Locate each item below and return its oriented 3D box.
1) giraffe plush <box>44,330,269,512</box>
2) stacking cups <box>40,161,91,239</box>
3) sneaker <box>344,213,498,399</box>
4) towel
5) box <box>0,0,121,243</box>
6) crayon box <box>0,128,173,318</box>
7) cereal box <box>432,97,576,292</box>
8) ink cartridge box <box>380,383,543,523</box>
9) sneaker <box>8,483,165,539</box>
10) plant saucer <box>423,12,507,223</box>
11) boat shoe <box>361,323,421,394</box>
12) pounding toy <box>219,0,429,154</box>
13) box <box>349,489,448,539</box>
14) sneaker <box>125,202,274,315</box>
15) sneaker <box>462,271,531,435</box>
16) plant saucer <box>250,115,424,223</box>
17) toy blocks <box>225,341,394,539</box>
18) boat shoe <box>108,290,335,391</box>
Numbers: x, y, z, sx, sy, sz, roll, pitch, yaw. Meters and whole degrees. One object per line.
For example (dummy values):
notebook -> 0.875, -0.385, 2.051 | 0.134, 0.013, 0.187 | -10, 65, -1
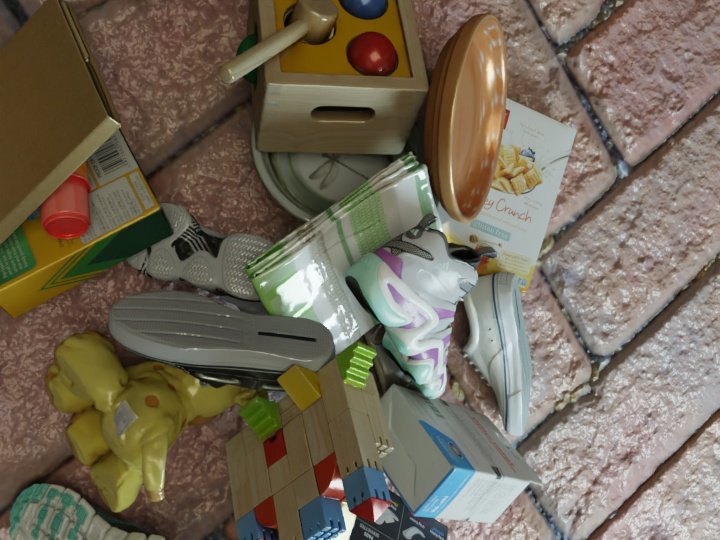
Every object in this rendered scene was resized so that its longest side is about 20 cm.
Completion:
giraffe plush -> -0.189, 0.117, 0.711 | 0.161, 0.198, 0.176 | -27, 96, -42
stacking cups -> -0.275, -0.124, 0.670 | 0.059, 0.061, 0.204 | -10, 68, -14
sneaker -> 0.080, 0.031, 0.703 | 0.139, 0.078, 0.201 | -38, 137, -9
towel -> 0.000, 0.000, 0.695 | 0.199, 0.031, 0.151 | -36, 128, -16
box -> -0.304, -0.120, 0.634 | 0.199, 0.021, 0.165 | -38, 63, 13
crayon box -> -0.294, -0.046, 0.685 | 0.198, 0.052, 0.127 | -29, 65, -12
cereal box -> 0.157, -0.093, 0.843 | 0.141, 0.039, 0.204 | 18, 88, -15
ink cartridge box -> 0.100, 0.201, 0.774 | 0.068, 0.116, 0.199 | -51, 138, 12
sneaker -> -0.258, 0.280, 0.729 | 0.197, 0.092, 0.079 | 24, 68, 9
plant saucer -> 0.106, -0.151, 0.729 | 0.037, 0.200, 0.205 | 10, 90, 22
boat shoe -> 0.024, 0.056, 0.794 | 0.073, 0.073, 0.204 | -16, 103, -19
pounding toy -> -0.043, -0.208, 0.694 | 0.196, 0.143, 0.188 | -1, 64, -15
box -> -0.028, 0.305, 0.717 | 0.131, 0.200, 0.116 | 34, 41, -14
sneaker -> -0.150, -0.003, 0.744 | 0.196, 0.115, 0.076 | 16, 75, 21
sneaker -> 0.157, 0.096, 0.843 | 0.069, 0.073, 0.204 | -2, 108, 25
plant saucer -> -0.019, -0.117, 0.766 | 0.196, 0.050, 0.204 | 6, 64, -11
toy blocks -> -0.042, 0.177, 0.617 | 0.199, 0.138, 0.099 | -39, 136, 24
boat shoe -> -0.122, 0.074, 0.635 | 0.196, 0.073, 0.072 | 13, 127, -7
